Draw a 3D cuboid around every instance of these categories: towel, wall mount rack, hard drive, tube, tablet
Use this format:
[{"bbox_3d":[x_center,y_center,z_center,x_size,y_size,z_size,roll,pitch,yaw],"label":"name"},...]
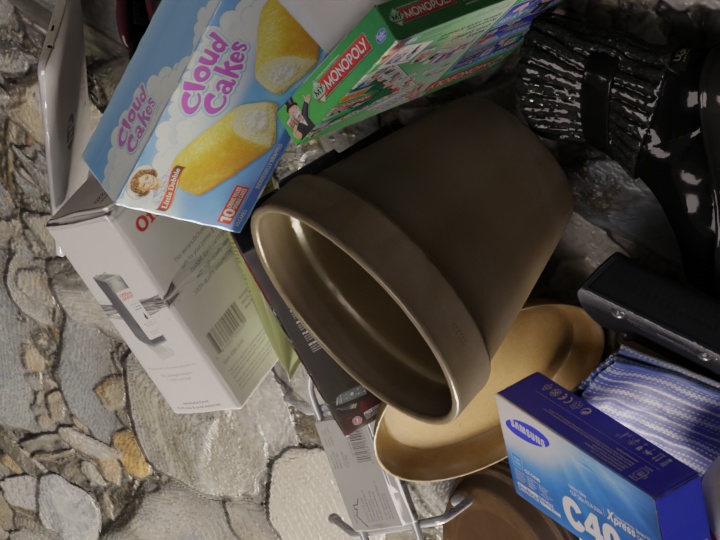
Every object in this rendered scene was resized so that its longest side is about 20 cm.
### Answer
[{"bbox_3d":[0.225,0.118,1.620,0.144,0.024,0.200,21,157,-4],"label":"towel"},{"bbox_3d":[0.000,0.161,1.822,0.173,0.074,0.202,-14,99,39],"label":"wall mount rack"},{"bbox_3d":[0.221,0.037,1.517,0.134,0.043,0.200,26,177,12],"label":"hard drive"},{"bbox_3d":[-0.077,-0.017,1.694,0.052,0.058,0.202,-6,102,50],"label":"tube"},{"bbox_3d":[-0.230,-0.124,1.697,0.014,0.131,0.201,4,135,3],"label":"tablet"}]

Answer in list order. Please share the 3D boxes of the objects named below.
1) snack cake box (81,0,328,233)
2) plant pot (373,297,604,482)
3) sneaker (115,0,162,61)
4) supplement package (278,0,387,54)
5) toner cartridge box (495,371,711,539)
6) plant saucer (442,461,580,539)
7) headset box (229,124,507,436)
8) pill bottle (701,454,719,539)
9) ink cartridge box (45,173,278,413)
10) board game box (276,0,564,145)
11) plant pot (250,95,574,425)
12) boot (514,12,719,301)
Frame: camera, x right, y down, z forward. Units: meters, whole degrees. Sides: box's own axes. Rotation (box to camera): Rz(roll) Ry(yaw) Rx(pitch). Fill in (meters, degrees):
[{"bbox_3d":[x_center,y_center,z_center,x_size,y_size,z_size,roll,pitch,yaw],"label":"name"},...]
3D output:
[{"bbox_3d":[-0.099,-0.135,1.530,0.067,0.114,0.201,50,119,42],"label":"snack cake box"},{"bbox_3d":[0.094,0.087,1.645,0.028,0.198,0.201,57,152,34],"label":"plant pot"},{"bbox_3d":[-0.122,-0.164,1.587,0.075,0.116,0.201,-11,121,41],"label":"sneaker"},{"bbox_3d":[0.018,-0.272,1.357,0.152,0.151,0.200,46,139,-11],"label":"supplement package"},{"bbox_3d":[0.177,0.156,1.574,0.200,0.043,0.096,32,141,54],"label":"toner cartridge box"},{"bbox_3d":[0.130,0.257,1.810,0.200,0.029,0.202,39,141,41],"label":"plant saucer"},{"bbox_3d":[0.000,0.000,1.628,0.201,0.148,0.075,62,177,-27],"label":"headset box"},{"bbox_3d":[0.275,0.232,1.610,0.113,0.114,0.201,29,136,8],"label":"pill bottle"},{"bbox_3d":[-0.138,-0.007,1.724,0.084,0.146,0.201,-7,123,41],"label":"ink cartridge box"},{"bbox_3d":[0.053,-0.153,1.413,0.029,0.199,0.134,58,140,8],"label":"board game box"},{"bbox_3d":[0.051,-0.023,1.499,0.200,0.173,0.200,41,162,17],"label":"plant pot"},{"bbox_3d":[0.192,-0.078,1.475,0.157,0.080,0.213,9,128,25],"label":"boot"}]
